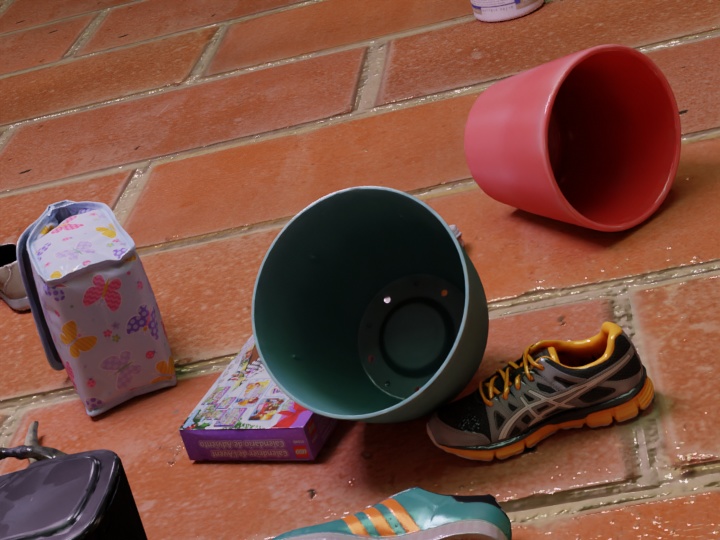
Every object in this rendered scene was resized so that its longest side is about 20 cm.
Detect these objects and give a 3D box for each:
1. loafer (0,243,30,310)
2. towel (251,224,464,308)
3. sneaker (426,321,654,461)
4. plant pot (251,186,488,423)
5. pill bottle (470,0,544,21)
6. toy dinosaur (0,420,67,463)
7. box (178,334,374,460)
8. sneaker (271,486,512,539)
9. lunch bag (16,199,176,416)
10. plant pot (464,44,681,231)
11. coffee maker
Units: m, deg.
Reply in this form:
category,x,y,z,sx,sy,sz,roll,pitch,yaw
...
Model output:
category,x,y,z,sx,sy,sz,roll,pitch,yaw
loafer,-0.453,-0.009,1.855,0.075,0.070,0.199,-31,29,-28
towel,0.000,0.000,1.570,0.189,0.033,0.200,-7,17,21
sneaker,0.149,0.101,1.252,0.198,0.078,0.078,-18,27,1
plant pot,0.026,0.045,1.300,0.198,0.203,0.161,-6,-16,21
pill bottle,0.216,-0.509,2.304,0.118,0.202,0.120,-13,25,7
toy dinosaur,-0.310,0.187,1.393,0.087,0.048,0.199,-5,15,-35
box,-0.071,0.111,1.410,0.135,0.039,0.200,-4,28,27
sneaker,0.019,0.213,1.122,0.197,0.072,0.080,-6,22,10
lunch bag,-0.288,0.033,1.551,0.126,0.171,0.200,-20,28,-12
plant pot,0.219,-0.144,1.593,0.199,0.202,0.177,-31,20,-28
coffee maker,-0.182,0.235,1.038,0.190,0.202,0.135,-22,26,-11
